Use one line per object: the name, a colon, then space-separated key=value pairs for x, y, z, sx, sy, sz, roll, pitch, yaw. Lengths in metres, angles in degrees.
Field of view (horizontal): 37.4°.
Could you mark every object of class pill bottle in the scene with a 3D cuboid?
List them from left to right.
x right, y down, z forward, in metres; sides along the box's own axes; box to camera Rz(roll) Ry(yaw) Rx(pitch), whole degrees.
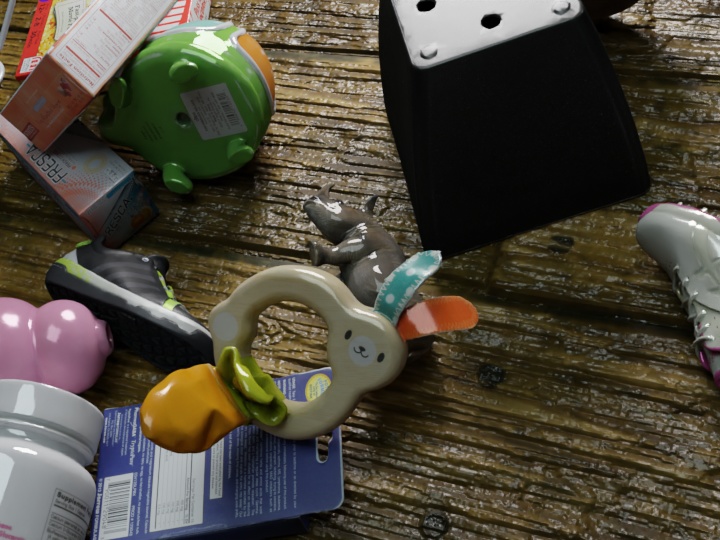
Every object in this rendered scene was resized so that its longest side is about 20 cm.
pill bottle: x=-0.256 y=0.190 z=0.764 sx=0.111 sy=0.114 sz=0.203 roll=0 pitch=61 yaw=18

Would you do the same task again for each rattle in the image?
rattle: x=-0.033 y=0.051 z=0.723 sx=0.197 sy=0.142 sz=0.133 roll=-10 pitch=76 yaw=24

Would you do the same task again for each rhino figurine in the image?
rhino figurine: x=0.000 y=0.000 z=0.862 sx=0.086 sy=0.060 sz=0.202 roll=-3 pitch=47 yaw=-19

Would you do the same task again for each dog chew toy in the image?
dog chew toy: x=-0.302 y=0.079 z=0.877 sx=0.196 sy=0.126 sz=0.126 roll=-15 pitch=50 yaw=-3

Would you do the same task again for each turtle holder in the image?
turtle holder: x=-0.159 y=-0.157 z=1.007 sx=0.185 sy=0.140 sz=0.133 roll=-39 pitch=19 yaw=40

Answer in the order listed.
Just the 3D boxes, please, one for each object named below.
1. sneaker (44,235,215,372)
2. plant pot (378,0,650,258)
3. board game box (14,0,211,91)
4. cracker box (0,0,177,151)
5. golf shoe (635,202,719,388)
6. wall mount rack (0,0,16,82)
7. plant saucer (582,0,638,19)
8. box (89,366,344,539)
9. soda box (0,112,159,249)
sneaker: x=-0.186 y=0.017 z=0.909 sx=0.198 sy=0.072 sz=0.083 roll=24 pitch=55 yaw=27
plant pot: x=0.111 y=-0.165 z=0.878 sx=0.196 sy=0.179 sz=0.202 roll=-17 pitch=50 yaw=5
board game box: x=-0.264 y=-0.266 z=1.163 sx=0.196 sy=0.047 sz=0.154 roll=-8 pitch=53 yaw=12
cracker box: x=-0.240 y=-0.217 z=0.996 sx=0.133 sy=0.058 sz=0.201 roll=-25 pitch=29 yaw=51
golf shoe: x=0.259 y=0.026 z=0.754 sx=0.091 sy=0.076 sz=0.200 roll=-40 pitch=51 yaw=-9
wall mount rack: x=-0.467 y=-0.284 z=1.227 sx=0.199 sy=0.075 sz=0.174 roll=32 pitch=69 yaw=33
plant saucer: x=0.171 y=-0.272 z=0.933 sx=0.197 sy=0.200 sz=0.030 roll=7 pitch=77 yaw=23
box: x=-0.105 y=0.147 z=0.810 sx=0.196 sy=0.033 sz=0.123 roll=-12 pitch=52 yaw=11
soda box: x=-0.280 y=-0.102 z=1.036 sx=0.068 sy=0.064 sz=0.199 roll=-41 pitch=53 yaw=-14
